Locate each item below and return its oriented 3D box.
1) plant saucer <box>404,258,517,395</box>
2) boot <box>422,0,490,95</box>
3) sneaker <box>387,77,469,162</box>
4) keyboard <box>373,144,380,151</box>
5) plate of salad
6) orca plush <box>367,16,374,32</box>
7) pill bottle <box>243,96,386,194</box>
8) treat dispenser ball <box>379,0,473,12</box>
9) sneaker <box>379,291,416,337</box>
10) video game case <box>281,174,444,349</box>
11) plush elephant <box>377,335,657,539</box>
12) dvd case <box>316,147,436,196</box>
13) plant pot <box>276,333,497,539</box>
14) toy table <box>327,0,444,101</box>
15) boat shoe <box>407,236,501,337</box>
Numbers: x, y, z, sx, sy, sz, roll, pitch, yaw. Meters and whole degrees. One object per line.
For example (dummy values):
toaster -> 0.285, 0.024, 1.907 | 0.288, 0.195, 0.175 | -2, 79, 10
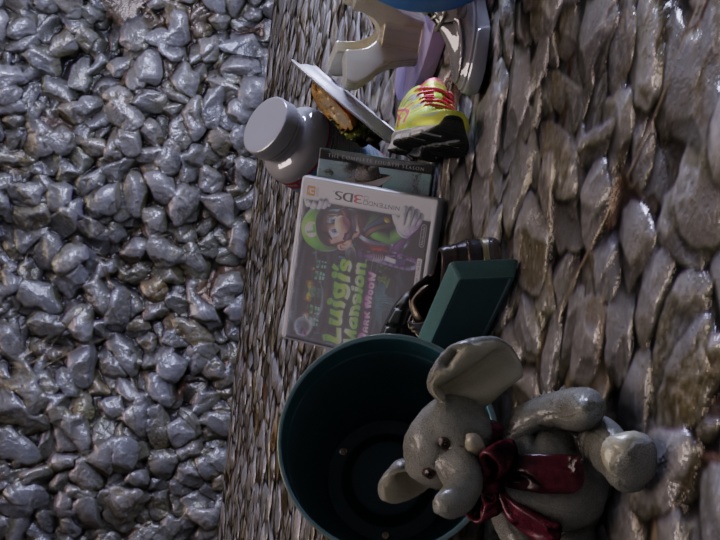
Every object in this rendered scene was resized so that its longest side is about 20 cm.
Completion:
plant saucer -> 0.093, 0.060, 1.195 | 0.200, 0.070, 0.019 | 109, 151, -46
boot -> 0.086, -0.283, 1.341 | 0.074, 0.095, 0.201 | 117, 156, -60
sneaker -> 0.077, -0.175, 1.384 | 0.200, 0.078, 0.091 | -166, 90, -76
keyboard -> -0.032, -0.092, 1.781 | 0.040, 0.104, 0.201 | -123, 40, -73
plate of salad -> -0.016, -0.197, 1.569 | 0.048, 0.200, 0.200 | -51, 18, 7
orca plush -> 0.046, -0.436, 1.759 | 0.105, 0.071, 0.201 | 40, -134, -48
pill bottle -> -0.058, -0.152, 1.663 | 0.108, 0.200, 0.109 | -25, 51, 36
treat dispenser ball -> 0.066, -0.357, 1.217 | 0.201, 0.200, 0.202 | -174, 90, -78
sneaker -> 0.045, 0.120, 1.375 | 0.079, 0.075, 0.201 | -150, 68, -80
video game case -> 0.000, 0.000, 1.453 | 0.023, 0.181, 0.201 | -9, -72, -64
plush elephant -> 0.101, 0.142, 0.894 | 0.200, 0.154, 0.165 | -106, 26, -61
dvd case -> 0.007, -0.039, 1.488 | 0.022, 0.145, 0.201 | -15, -65, -76
plant pot -> 0.028, 0.184, 1.184 | 0.188, 0.199, 0.201 | 84, -172, -70
toy table -> 0.034, -0.296, 1.552 | 0.200, 0.116, 0.184 | 111, 161, -48
boat shoe -> 0.082, 0.035, 1.243 | 0.200, 0.073, 0.075 | 109, 163, -46
